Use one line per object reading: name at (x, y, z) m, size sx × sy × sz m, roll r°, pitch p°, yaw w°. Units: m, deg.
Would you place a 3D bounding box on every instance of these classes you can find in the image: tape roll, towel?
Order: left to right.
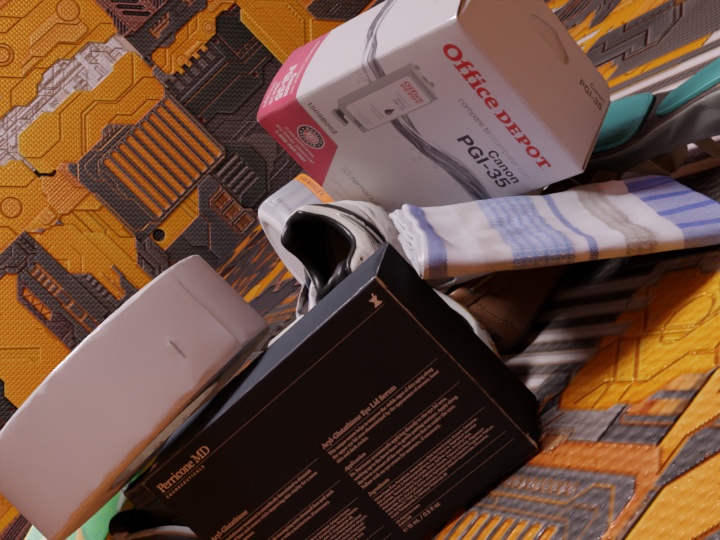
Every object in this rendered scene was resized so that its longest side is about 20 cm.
tape roll at (-0.151, 0.084, 0.855) m, size 0.202 × 0.071 × 0.202 m, roll -45°, pitch -3°, yaw -3°
towel at (0.122, -0.030, 0.810) m, size 0.199 × 0.024 × 0.147 m, roll -7°, pitch 14°, yaw -2°

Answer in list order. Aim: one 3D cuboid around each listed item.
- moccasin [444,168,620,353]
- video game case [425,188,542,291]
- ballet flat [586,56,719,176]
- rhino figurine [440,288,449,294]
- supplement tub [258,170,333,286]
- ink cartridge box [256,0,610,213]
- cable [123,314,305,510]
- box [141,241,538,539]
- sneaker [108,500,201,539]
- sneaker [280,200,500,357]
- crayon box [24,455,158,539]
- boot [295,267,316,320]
moccasin at (0.127, -0.029, 0.963) m, size 0.201 × 0.078 × 0.074 m, roll -49°, pitch 8°, yaw -24°
video game case at (0.067, -0.053, 0.990) m, size 0.182 × 0.023 × 0.200 m, roll -21°, pitch 31°, yaw 41°
ballet flat at (0.217, -0.096, 0.900) m, size 0.200 × 0.064 × 0.067 m, roll -23°, pitch 26°, yaw 56°
rhino figurine at (0.083, -0.016, 1.141) m, size 0.088 × 0.060 × 0.200 m, roll -55°, pitch 7°, yaw -2°
supplement tub at (0.015, -0.067, 1.215) m, size 0.200 × 0.123 × 0.123 m, roll -38°, pitch 8°, yaw -12°
ink cartridge box at (0.049, -0.115, 0.909) m, size 0.200 × 0.147 × 0.083 m, roll -19°, pitch 34°, yaw 44°
cable at (-0.092, 0.091, 0.940) m, size 0.200 × 0.050 × 0.097 m, roll -33°, pitch 12°, yaw -7°
box at (-0.011, 0.104, 0.798) m, size 0.200 × 0.141 × 0.079 m, roll -41°, pitch 11°, yaw 17°
sneaker at (-0.151, 0.228, 0.930) m, size 0.200 × 0.116 × 0.075 m, roll -41°, pitch 10°, yaw 17°
sneaker at (0.013, 0.031, 0.876) m, size 0.088 × 0.200 × 0.076 m, roll 5°, pitch -53°, yaw -48°
crayon box at (-0.190, 0.193, 0.991) m, size 0.119 × 0.058 × 0.200 m, roll 82°, pitch -152°, yaw -53°
boot at (0.000, 0.000, 1.103) m, size 0.074 × 0.095 × 0.200 m, roll 121°, pitch 165°, yaw -66°
